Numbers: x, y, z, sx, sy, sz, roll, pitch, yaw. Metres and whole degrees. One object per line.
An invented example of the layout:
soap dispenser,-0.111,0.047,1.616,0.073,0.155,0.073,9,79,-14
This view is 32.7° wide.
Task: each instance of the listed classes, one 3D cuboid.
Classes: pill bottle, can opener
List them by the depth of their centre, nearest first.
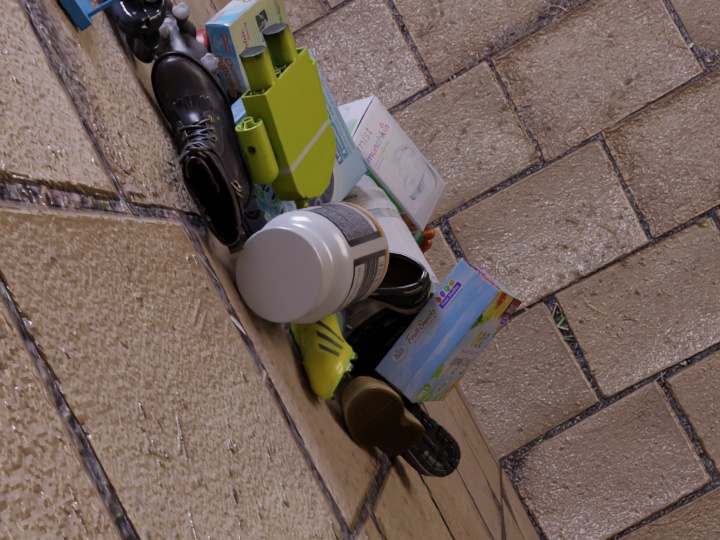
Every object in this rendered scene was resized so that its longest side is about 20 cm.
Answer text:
pill bottle,-0.049,-0.008,1.283,0.117,0.116,0.200,62,20,3
can opener,-0.260,-0.311,1.308,0.063,0.079,0.201,-1,51,-39

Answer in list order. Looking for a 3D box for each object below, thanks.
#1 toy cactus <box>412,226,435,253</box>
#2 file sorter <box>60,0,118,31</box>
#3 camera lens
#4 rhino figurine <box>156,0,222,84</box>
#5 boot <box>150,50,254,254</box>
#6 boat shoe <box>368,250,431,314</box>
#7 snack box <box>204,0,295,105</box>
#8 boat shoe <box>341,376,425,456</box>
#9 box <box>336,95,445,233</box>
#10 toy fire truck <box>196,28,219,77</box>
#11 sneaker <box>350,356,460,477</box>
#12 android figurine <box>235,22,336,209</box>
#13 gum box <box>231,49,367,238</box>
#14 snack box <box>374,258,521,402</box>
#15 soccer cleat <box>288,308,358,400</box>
toy cactus,0.048,-0.013,1.727,0.102,0.201,0.165,35,-7,-5
file sorter,-0.253,-0.348,1.146,0.139,0.122,0.201,57,8,-36
camera lens,0.000,0.000,1.556,0.201,0.159,0.160,61,5,22
rhino figurine,-0.214,-0.265,1.418,0.201,0.059,0.088,62,-11,17
boot,-0.156,-0.124,1.224,0.201,0.069,0.174,63,5,-11
boat shoe,-0.014,-0.008,1.435,0.068,0.198,0.072,80,27,-71
snack box,-0.116,-0.229,1.466,0.116,0.037,0.201,-52,139,-42
boat shoe,0.015,0.163,1.445,0.066,0.074,0.200,49,-3,29
box,-0.017,-0.133,1.694,0.177,0.199,0.097,48,53,-31
toy fire truck,-0.147,-0.219,1.569,0.200,0.111,0.170,78,2,-78
sneaker,0.042,0.194,1.622,0.201,0.076,0.087,54,-23,-3
android figurine,-0.077,-0.160,1.341,0.183,0.041,0.201,-61,141,-50
gum box,-0.085,-0.132,1.422,0.200,0.044,0.171,-51,124,-42
snack box,0.112,0.078,1.505,0.068,0.169,0.200,40,4,16
soccer cleat,-0.051,0.077,1.356,0.083,0.065,0.201,29,20,-14
